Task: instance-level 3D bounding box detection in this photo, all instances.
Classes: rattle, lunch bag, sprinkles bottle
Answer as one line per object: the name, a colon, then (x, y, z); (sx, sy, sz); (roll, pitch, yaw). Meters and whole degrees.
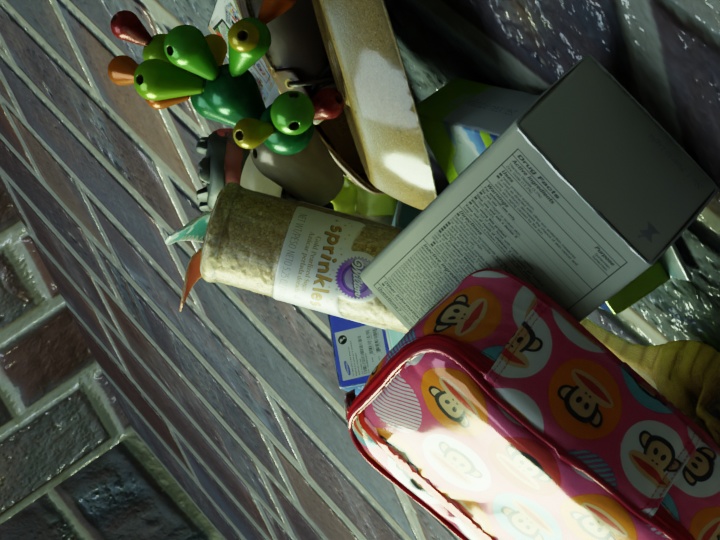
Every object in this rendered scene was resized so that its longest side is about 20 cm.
rattle: (-0.075, -0.054, 1.717); (0.143, 0.200, 0.130); (44, 163, 42)
lunch bag: (0.092, 0.105, 1.307); (0.200, 0.082, 0.176); (41, 148, -1)
sprinkles bottle: (0.000, 0.000, 1.547); (0.199, 0.068, 0.068); (15, 160, 6)

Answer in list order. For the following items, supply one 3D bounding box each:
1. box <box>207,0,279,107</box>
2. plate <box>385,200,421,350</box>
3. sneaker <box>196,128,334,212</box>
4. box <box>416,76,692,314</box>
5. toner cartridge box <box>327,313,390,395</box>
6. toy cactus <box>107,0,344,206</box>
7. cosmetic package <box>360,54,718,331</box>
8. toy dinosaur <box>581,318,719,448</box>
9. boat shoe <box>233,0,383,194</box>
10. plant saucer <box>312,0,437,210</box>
box: (-0.060, -0.168, 1.755); (0.110, 0.035, 0.200); (55, 168, 2)
plate: (0.046, 0.043, 1.672); (0.200, 0.025, 0.201); (-13, -90, -76)
sneaker: (-0.061, -0.067, 1.823); (0.200, 0.098, 0.071); (22, -110, -72)
box: (0.108, -0.046, 1.410); (0.122, 0.048, 0.200); (60, 168, -18)
toner cartridge box: (0.026, 0.047, 1.730); (0.200, 0.043, 0.095); (30, -129, -70)
toy cactus: (-0.067, -0.109, 1.534); (0.200, 0.102, 0.165); (12, 153, 49)
cosmetic package: (0.091, -0.019, 1.299); (0.104, 0.073, 0.200); (47, 145, -1)
toy dinosaur: (0.187, 0.063, 1.403); (0.200, 0.060, 0.107); (12, 123, 58)
boat shoe: (-0.021, -0.132, 1.589); (0.200, 0.072, 0.068); (58, -172, -38)
plant saucer: (0.002, -0.126, 1.477); (0.200, 0.035, 0.201); (163, 90, -88)
